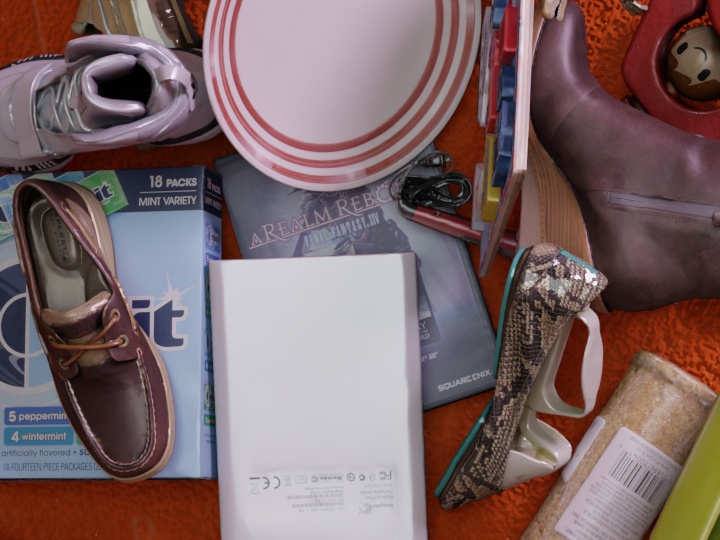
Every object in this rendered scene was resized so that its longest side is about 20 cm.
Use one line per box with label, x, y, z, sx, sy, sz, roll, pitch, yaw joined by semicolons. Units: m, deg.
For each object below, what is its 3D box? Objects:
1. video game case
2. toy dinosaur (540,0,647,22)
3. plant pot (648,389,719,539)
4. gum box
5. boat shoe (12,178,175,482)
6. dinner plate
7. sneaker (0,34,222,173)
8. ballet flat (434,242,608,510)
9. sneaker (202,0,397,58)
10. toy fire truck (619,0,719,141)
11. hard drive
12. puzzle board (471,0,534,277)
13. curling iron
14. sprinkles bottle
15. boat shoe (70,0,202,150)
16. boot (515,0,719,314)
video game case;0.000;0.000;1.499;0.142;0.019;0.201;-18;82;5
toy dinosaur;0.145;-0.223;1.456;0.101;0.200;0.058;27;127;-22
plant pot;0.281;0.145;1.357;0.181;0.199;0.200;26;87;16
gum box;-0.176;0.036;1.497;0.169;0.045;0.201;-2;83;14
boat shoe;-0.173;0.035;1.435;0.072;0.072;0.201;-18;79;10
dinner plate;-0.013;-0.148;1.444;0.200;0.200;0.024;-58;37;-2
sneaker;-0.183;-0.106;1.436;0.199;0.115;0.075;-6;87;12
ballet flat;0.104;0.079;1.412;0.075;0.068;0.200;24;119;12
sneaker;0.000;-0.171;1.503;0.200;0.070;0.090;-33;102;-2
toy fire truck;0.244;-0.104;1.442;0.168;0.112;0.200;-40;78;20
hard drive;-0.026;0.091;1.466;0.131;0.025;0.201;-2;91;4
puzzle board;0.086;-0.116;1.408;0.017;0.151;0.201;6;66;-4
curling iron;0.112;-0.022;1.470;0.200;0.026;0.050;24;88;3
sprinkles bottle;0.148;0.149;1.434;0.068;0.068;0.200;33;88;10
boat shoe;-0.159;-0.176;1.519;0.076;0.072;0.201;-22;81;16
boot;0.179;-0.073;1.417;0.166;0.072;0.201;-1;85;22
